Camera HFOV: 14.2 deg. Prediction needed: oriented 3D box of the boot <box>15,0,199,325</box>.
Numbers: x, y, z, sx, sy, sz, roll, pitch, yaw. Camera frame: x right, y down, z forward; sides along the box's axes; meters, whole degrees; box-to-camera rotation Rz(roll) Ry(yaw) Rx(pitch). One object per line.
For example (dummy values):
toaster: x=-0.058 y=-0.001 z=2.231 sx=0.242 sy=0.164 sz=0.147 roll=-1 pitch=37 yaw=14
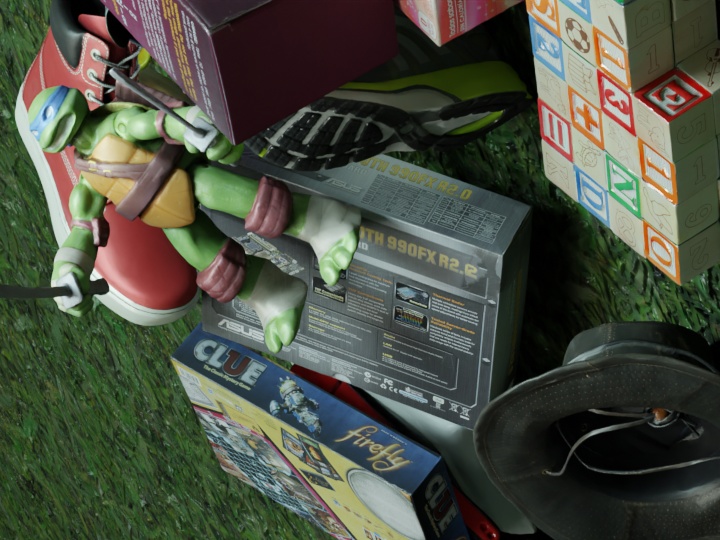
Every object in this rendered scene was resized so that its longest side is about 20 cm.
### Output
boot: x=-0.147 y=-0.077 z=1.770 sx=0.201 sy=0.072 sz=0.145 roll=61 pitch=149 yaw=23

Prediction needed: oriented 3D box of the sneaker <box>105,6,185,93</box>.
sneaker: x=-0.130 y=-0.179 z=1.671 sx=0.200 sy=0.084 sz=0.075 roll=44 pitch=143 yaw=21

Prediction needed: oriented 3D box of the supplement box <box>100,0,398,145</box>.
supplement box: x=-0.080 y=-0.174 z=1.548 sx=0.200 sy=0.110 sz=0.086 roll=47 pitch=158 yaw=37

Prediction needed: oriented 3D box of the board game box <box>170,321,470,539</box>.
board game box: x=-0.022 y=0.122 z=1.841 sx=0.199 sy=0.035 sz=0.136 roll=28 pitch=155 yaw=30

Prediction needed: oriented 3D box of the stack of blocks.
stack of blocks: x=0.141 y=-0.105 z=1.458 sx=0.115 sy=0.058 sz=0.201 roll=42 pitch=154 yaw=40

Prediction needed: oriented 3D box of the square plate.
square plate: x=0.018 y=0.092 z=1.910 sx=0.198 sy=0.028 sz=0.200 roll=34 pitch=166 yaw=28

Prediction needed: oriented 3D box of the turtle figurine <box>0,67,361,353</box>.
turtle figurine: x=-0.105 y=-0.021 z=1.625 sx=0.193 sy=0.145 sz=0.200 roll=27 pitch=-178 yaw=-16

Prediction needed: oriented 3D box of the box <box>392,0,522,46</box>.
box: x=0.040 y=-0.231 z=1.469 sx=0.103 sy=0.094 sz=0.201 roll=46 pitch=157 yaw=37

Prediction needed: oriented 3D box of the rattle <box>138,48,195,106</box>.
rattle: x=-0.096 y=-0.113 z=1.907 sx=0.200 sy=0.143 sz=0.130 roll=37 pitch=-174 yaw=17

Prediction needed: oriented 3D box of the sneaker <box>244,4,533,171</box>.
sneaker: x=0.002 y=-0.109 z=1.618 sx=0.074 sy=0.199 sz=0.081 roll=-44 pitch=63 yaw=42

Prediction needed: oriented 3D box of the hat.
hat: x=0.158 y=0.080 z=1.627 sx=0.201 sy=0.199 sz=0.081 roll=88 pitch=-174 yaw=-53

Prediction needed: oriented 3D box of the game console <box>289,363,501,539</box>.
game console: x=0.009 y=0.143 z=1.920 sx=0.177 sy=0.031 sz=0.200 roll=39 pitch=159 yaw=5

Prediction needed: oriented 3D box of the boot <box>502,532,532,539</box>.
boot: x=0.077 y=0.192 z=2.001 sx=0.200 sy=0.073 sz=0.150 roll=54 pitch=163 yaw=-20

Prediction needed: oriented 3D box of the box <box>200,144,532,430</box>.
box: x=0.000 y=0.000 z=1.743 sx=0.199 sy=0.048 sz=0.159 roll=19 pitch=137 yaw=16
